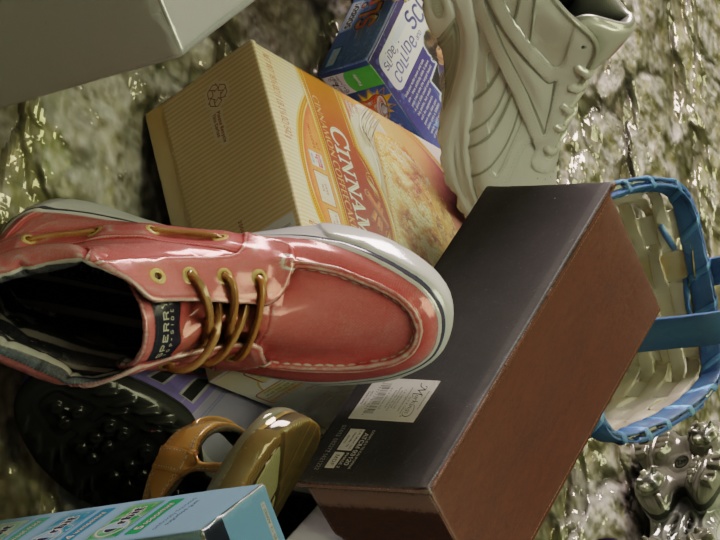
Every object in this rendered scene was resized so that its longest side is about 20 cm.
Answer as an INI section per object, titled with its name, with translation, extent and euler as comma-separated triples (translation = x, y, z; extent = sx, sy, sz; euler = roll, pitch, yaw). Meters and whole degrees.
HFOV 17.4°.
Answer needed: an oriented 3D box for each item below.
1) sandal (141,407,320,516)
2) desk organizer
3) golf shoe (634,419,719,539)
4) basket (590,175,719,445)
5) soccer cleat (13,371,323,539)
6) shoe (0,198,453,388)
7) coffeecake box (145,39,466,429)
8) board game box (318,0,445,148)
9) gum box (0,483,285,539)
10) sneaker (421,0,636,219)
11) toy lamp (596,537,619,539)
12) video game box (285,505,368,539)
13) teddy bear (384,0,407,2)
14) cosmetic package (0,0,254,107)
[sandal]
translation = -0.058, 0.088, 0.942
extent = 0.054, 0.200, 0.080
euler = 30, 82, 0
[desk organizer]
translation = 0.059, 0.053, 1.052
extent = 0.200, 0.072, 0.077
euler = -56, 131, -38
[golf shoe]
translation = 0.196, 0.186, 1.399
extent = 0.097, 0.078, 0.200
euler = 58, 40, -35
[basket]
translation = 0.155, 0.020, 1.275
extent = 0.176, 0.200, 0.139
euler = -21, 103, -57
[soccer cleat]
translation = -0.081, 0.073, 1.065
extent = 0.200, 0.068, 0.073
euler = 29, 33, -41
[shoe]
translation = -0.064, 0.019, 0.976
extent = 0.091, 0.200, 0.072
euler = -64, 163, -70
[coffeecake box]
translation = 0.000, 0.000, 1.143
extent = 0.200, 0.073, 0.154
euler = 26, 40, -49
[board game box]
translation = 0.055, -0.131, 1.328
extent = 0.135, 0.034, 0.200
euler = 53, 42, -29
[gum box]
translation = -0.093, 0.174, 0.885
extent = 0.045, 0.200, 0.170
euler = -34, 107, -52
[sneaker]
translation = 0.087, -0.097, 1.152
extent = 0.078, 0.099, 0.200
euler = -66, 150, -54
[toy lamp]
translation = 0.095, 0.203, 1.268
extent = 0.200, 0.058, 0.058
euler = -32, 106, -51
[video game box]
translation = -0.012, 0.191, 1.064
extent = 0.200, 0.047, 0.182
euler = -44, 146, -50
[teddy bear]
translation = -0.010, -0.214, 1.185
extent = 0.067, 0.200, 0.145
euler = -36, 82, -14
[cosmetic package]
translation = -0.113, -0.207, 1.041
extent = 0.199, 0.123, 0.200
euler = -45, 115, -50
